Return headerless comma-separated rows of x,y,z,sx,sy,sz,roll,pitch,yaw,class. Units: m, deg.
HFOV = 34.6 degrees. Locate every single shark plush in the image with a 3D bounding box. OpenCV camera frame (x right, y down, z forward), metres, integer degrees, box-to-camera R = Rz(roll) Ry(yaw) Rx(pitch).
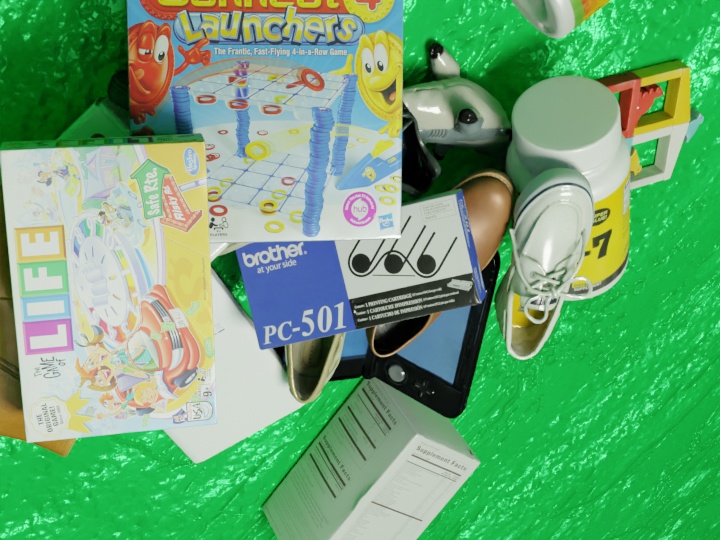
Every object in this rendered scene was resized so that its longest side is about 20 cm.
0.090,-0.137,1.074,0.083,0.092,0.199,-37,158,24,shark plush

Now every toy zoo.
0.267,-0.139,1.181,0.198,0.020,0.133,-17,129,-20,toy zoo

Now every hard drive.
-0.149,0.091,1.076,0.131,0.026,0.201,-29,132,4,hard drive

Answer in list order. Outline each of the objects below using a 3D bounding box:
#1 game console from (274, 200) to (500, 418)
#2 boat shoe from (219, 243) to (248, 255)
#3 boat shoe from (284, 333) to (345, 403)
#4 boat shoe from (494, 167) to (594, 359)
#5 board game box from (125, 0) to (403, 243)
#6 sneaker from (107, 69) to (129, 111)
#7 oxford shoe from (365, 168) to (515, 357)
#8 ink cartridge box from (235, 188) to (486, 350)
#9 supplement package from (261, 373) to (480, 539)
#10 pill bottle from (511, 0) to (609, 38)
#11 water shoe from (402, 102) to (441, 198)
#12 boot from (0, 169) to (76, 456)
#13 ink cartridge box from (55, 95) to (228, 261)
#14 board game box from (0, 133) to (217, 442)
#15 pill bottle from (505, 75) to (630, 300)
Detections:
0.020,0.048,1.106,0.116,0.175,0.202,-31,140,-47,game console
-0.109,-0.061,0.979,0.197,0.066,0.076,-16,105,2,boat shoe
-0.039,0.025,1.053,0.072,0.063,0.203,11,121,0,boat shoe
0.159,0.008,1.013,0.073,0.087,0.203,6,137,-8,boat shoe
-0.069,-0.122,0.830,0.197,0.056,0.199,-2,101,-10,board game box
-0.098,-0.169,0.918,0.198,0.060,0.105,3,119,-37,sneaker
0.072,0.001,1.024,0.071,0.071,0.201,32,111,-7,oxford shoe
0.000,0.000,0.982,0.197,0.044,0.095,-12,97,15,ink cartridge box
0.010,0.228,1.226,0.113,0.110,0.201,29,104,-41,supplement package
0.212,-0.299,0.973,0.199,0.111,0.111,-38,133,-2,pill bottle
0.009,-0.139,0.926,0.072,0.079,0.200,-48,136,-9,water shoe
-0.229,0.026,0.833,0.142,0.071,0.203,22,101,-17,boot
-0.220,-0.013,0.899,0.200,0.084,0.146,-43,105,3,ink cartridge box
-0.168,0.012,0.789,0.132,0.034,0.203,-4,106,-12,board game box
0.193,-0.074,1.074,0.113,0.115,0.201,-28,141,-10,pill bottle
